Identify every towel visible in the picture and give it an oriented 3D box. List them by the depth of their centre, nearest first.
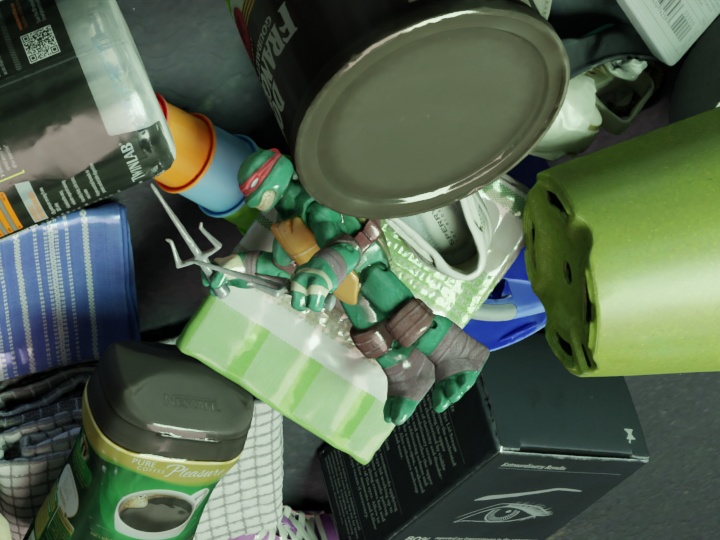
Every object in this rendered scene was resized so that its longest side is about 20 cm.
[{"bbox_3d":[0.000,0.000,1.371,0.149,0.031,0.200,34,97,-14],"label":"towel"},{"bbox_3d":[-0.236,0.028,1.410,0.199,0.024,0.145,-15,144,-14],"label":"towel"},{"bbox_3d":[-0.153,0.121,1.535,0.199,0.086,0.166,-15,143,-12],"label":"towel"}]

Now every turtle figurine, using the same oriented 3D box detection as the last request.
[{"bbox_3d":[-0.023,0.000,1.282,0.101,0.200,0.150,-48,-169,-8],"label":"turtle figurine"}]

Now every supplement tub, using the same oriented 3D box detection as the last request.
[{"bbox_3d":[-0.208,-0.074,1.202,0.199,0.123,0.123,-22,146,-3],"label":"supplement tub"}]

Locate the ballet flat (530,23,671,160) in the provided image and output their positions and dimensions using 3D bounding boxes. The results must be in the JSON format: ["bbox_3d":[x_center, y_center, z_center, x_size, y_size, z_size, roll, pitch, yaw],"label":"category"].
[{"bbox_3d":[0.127,-0.105,1.353,0.200,0.073,0.073,-22,156,-52],"label":"ballet flat"}]

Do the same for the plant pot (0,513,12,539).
[{"bbox_3d":[-0.329,0.181,1.433,0.183,0.201,0.201,-16,147,-33],"label":"plant pot"}]

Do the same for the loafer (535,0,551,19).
[{"bbox_3d":[0.080,-0.178,1.287,0.070,0.070,0.200,-24,146,-5],"label":"loafer"}]

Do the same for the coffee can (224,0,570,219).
[{"bbox_3d":[0.003,-0.149,1.164,0.145,0.201,0.147,-16,145,-12],"label":"coffee can"}]

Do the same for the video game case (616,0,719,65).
[{"bbox_3d":[0.198,-0.233,1.280,0.182,0.022,0.200,-49,143,-1],"label":"video game case"}]

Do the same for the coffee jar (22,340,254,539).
[{"bbox_3d":[-0.142,0.136,1.420,0.104,0.086,0.201,8,125,-27],"label":"coffee jar"}]

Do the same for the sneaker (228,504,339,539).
[{"bbox_3d":[-0.069,0.197,1.697,0.199,0.073,0.115,-4,138,-27],"label":"sneaker"}]

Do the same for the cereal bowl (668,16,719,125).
[{"bbox_3d":[0.286,-0.128,1.470,0.199,0.084,0.201,-16,145,-12],"label":"cereal bowl"}]

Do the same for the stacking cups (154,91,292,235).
[{"bbox_3d":[-0.090,-0.067,1.350,0.060,0.061,0.200,-38,140,19],"label":"stacking cups"}]

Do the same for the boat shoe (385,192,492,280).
[{"bbox_3d":[0.015,-0.078,1.301,0.071,0.069,0.200,-38,106,4],"label":"boat shoe"}]

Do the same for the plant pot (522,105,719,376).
[{"bbox_3d":[0.202,-0.013,1.329,0.189,0.201,0.201,-12,144,-13],"label":"plant pot"}]

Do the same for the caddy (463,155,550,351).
[{"bbox_3d":[0.062,-0.009,1.469,0.199,0.105,0.142,7,134,-38],"label":"caddy"}]

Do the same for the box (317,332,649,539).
[{"bbox_3d":[0.088,0.137,1.655,0.147,0.105,0.200,8,143,-37],"label":"box"}]
